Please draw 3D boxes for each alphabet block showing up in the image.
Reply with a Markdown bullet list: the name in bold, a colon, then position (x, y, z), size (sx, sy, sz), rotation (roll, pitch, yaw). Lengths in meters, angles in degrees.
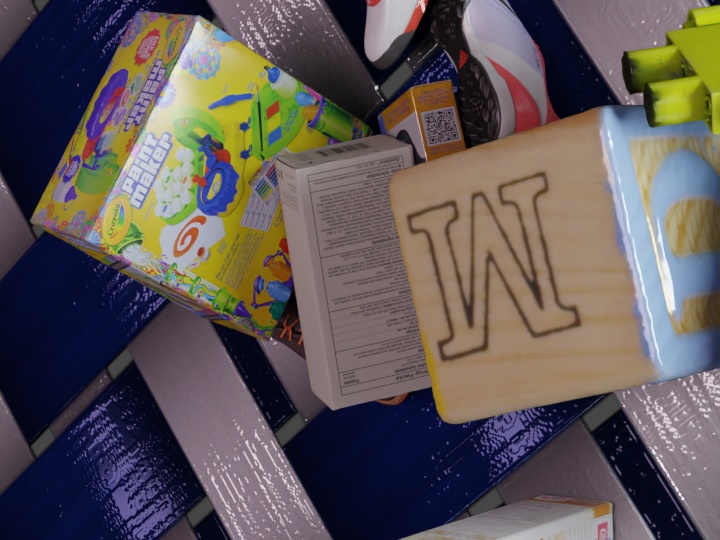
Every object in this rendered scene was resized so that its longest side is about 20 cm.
- **alphabet block**: position (0.167, -0.006, 1.522), size (0.199, 0.195, 0.198), rotation (-15, 84, 38)

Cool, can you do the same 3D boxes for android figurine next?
- **android figurine**: position (0.287, -0.143, 1.422), size (0.198, 0.182, 0.041), rotation (-9, 117, -2)

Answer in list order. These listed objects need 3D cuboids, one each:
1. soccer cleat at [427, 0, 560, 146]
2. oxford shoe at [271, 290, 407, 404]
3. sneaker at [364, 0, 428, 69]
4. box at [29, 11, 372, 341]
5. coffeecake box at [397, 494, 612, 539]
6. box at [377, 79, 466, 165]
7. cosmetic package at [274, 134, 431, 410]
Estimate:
- **soccer cleat**: position (0.107, -0.183, 1.640), size (0.068, 0.073, 0.201), rotation (-53, 44, 51)
- **oxford shoe**: position (-0.041, 0.056, 1.772), size (0.200, 0.072, 0.072), rotation (34, 115, 31)
- **sneaker**: position (0.012, -0.272, 1.651), size (0.203, 0.107, 0.067), rotation (-69, 21, 10)
- **box**: position (-0.131, -0.079, 1.694), size (0.122, 0.192, 0.201), rotation (15, 77, 58)
- **coffeecake box**: position (0.116, 0.268, 1.587), size (0.073, 0.199, 0.155), rotation (2, 96, 38)
- **box**: position (0.064, -0.043, 1.659), size (0.119, 0.041, 0.202), rotation (151, 109, -76)
- **cosmetic package**: position (0.000, 0.000, 1.661), size (0.073, 0.103, 0.202), rotation (-146, 47, -69)
